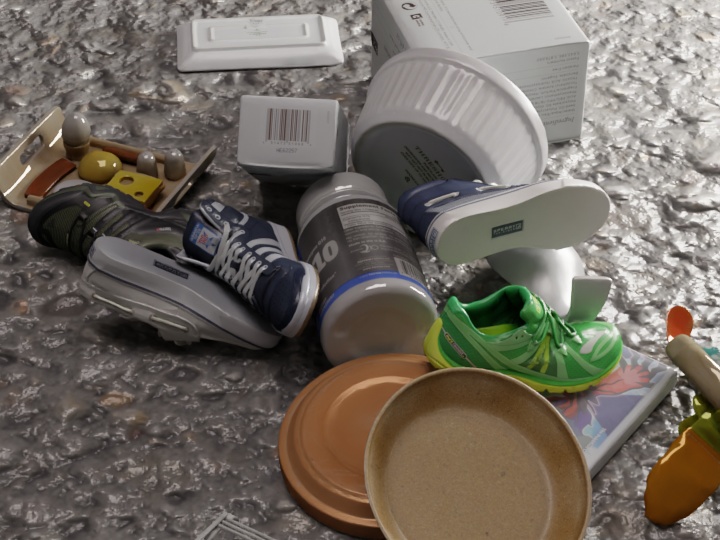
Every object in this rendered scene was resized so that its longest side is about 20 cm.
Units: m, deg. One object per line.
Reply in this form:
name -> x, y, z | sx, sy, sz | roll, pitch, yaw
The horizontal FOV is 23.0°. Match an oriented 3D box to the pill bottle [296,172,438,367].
pill bottle -> 0.000, 0.000, 1.694 | 0.113, 0.115, 0.201 | -7, 38, -9

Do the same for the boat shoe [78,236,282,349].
boat shoe -> -0.172, 0.037, 1.681 | 0.198, 0.066, 0.072 | 23, 21, -9

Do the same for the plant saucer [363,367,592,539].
plant saucer -> 0.095, 0.180, 1.477 | 0.198, 0.036, 0.202 | 7, 62, -12

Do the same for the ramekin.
ramekin -> 0.081, -0.119, 1.793 | 0.201, 0.203, 0.095 | 18, 51, 21

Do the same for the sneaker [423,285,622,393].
sneaker -> 0.156, 0.060, 1.592 | 0.198, 0.084, 0.074 | 2, 33, -25

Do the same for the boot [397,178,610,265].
boot -> 0.137, -0.064, 1.699 | 0.198, 0.073, 0.090 | -9, 32, -26

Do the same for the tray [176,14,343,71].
tray -> -0.123, -0.279, 2.130 | 0.198, 0.022, 0.108 | -3, 37, -5

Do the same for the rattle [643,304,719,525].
rattle -> 0.288, 0.130, 1.590 | 0.129, 0.144, 0.200 | 24, 15, -32

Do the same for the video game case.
video game case -> 0.165, 0.114, 1.624 | 0.181, 0.023, 0.200 | 25, 44, 28

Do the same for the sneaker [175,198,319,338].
sneaker -> -0.109, -0.005, 1.661 | 0.108, 0.071, 0.200 | 22, 15, -22

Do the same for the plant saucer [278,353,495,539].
plant saucer -> 0.026, 0.146, 1.551 | 0.198, 0.033, 0.201 | -3, 45, 3

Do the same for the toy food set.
toy food set -> -0.271, -0.112, 1.879 | 0.198, 0.061, 0.144 | 14, 39, 17

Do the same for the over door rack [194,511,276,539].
over door rack -> -0.098, 0.267, 1.372 | 0.147, 0.067, 0.200 | 20, 21, 23

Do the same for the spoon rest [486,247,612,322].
spoon rest -> 0.186, 0.008, 1.721 | 0.098, 0.061, 0.200 | 3, 15, -14

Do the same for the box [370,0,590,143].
box -> 0.130, -0.239, 1.991 | 0.198, 0.132, 0.200 | -10, 39, -13

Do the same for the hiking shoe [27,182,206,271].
hiking shoe -> -0.244, -0.026, 1.756 | 0.198, 0.076, 0.101 | 9, 35, 9

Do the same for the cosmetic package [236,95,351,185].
cosmetic package -> -0.066, -0.129, 1.811 | 0.101, 0.075, 0.200 | 4, -4, 5
